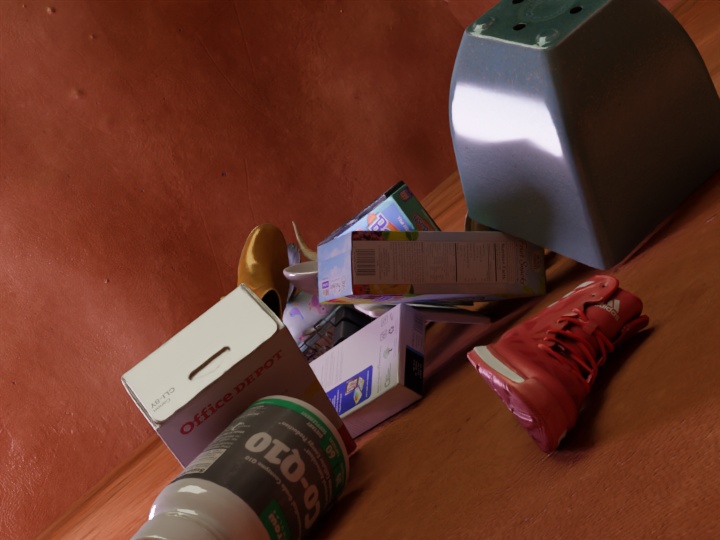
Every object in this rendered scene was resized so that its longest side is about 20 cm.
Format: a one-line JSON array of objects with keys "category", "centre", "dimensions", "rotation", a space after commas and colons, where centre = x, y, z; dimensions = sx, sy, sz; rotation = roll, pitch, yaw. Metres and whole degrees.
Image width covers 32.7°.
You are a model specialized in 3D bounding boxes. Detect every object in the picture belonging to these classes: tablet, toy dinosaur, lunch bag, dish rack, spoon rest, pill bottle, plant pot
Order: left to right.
[{"category": "pill bottle", "centre": [-0.098, 0.195, 0.982], "dimensions": [0.113, 0.114, 0.200], "rotation": [-35, 5, 36]}, {"category": "dish rack", "centre": [-0.064, 0.142, 1.428], "dimensions": [0.200, 0.054, 0.154], "rotation": [-43, 22, 28]}, {"category": "toy dinosaur", "centre": [-0.042, -0.012, 1.721], "dimensions": [0.198, 0.061, 0.107], "rotation": [3, 45, 42]}, {"category": "lunch bag", "centre": [-0.021, 0.059, 1.645], "dimensions": [0.160, 0.078, 0.199], "rotation": [-41, -19, 28]}, {"category": "spoon rest", "centre": [0.000, 0.000, 1.493], "dimensions": [0.197, 0.062, 0.099], "rotation": [5, 11, 22]}, {"category": "tablet", "centre": [0.063, 0.044, 1.350], "dimensions": [0.128, 0.014, 0.200], "rotation": [4, 0, -5]}, {"category": "plant pot", "centre": [0.196, -0.158, 1.124], "dimensions": [0.196, 0.201, 0.195], "rotation": [-40, 37, -20]}]

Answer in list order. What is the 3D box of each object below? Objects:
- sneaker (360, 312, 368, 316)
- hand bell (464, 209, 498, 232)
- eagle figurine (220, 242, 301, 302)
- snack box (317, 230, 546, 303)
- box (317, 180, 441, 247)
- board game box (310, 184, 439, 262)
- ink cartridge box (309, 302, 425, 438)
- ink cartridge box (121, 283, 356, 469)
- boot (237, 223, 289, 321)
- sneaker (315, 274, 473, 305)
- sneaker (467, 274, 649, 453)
[{"category": "sneaker", "centre": [0.037, 0.060, 1.548], "dimensions": [0.200, 0.074, 0.087], "rotation": [-47, 14, -30]}, {"category": "hand bell", "centre": [0.220, -0.067, 1.400], "dimensions": [0.199, 0.105, 0.104], "rotation": [-26, -5, -40]}, {"category": "eagle figurine", "centre": [-0.135, 0.074, 1.757], "dimensions": [0.199, 0.152, 0.151], "rotation": [-36, 8, -31]}, {"category": "snack box", "centre": [0.068, -0.001, 1.246], "dimensions": [0.197, 0.069, 0.169], "rotation": [-1, -4, -13]}, {"category": "box", "centre": [0.043, -0.022, 1.812], "dimensions": [0.051, 0.158, 0.200], "rotation": [-39, 3, -38]}, {"category": "board game box", "centre": [0.037, -0.008, 1.743], "dimensions": [0.199, 0.153, 0.045], "rotation": [-36, 2, 42]}, {"category": "ink cartridge box", "centre": [-0.011, 0.121, 1.258], "dimensions": [0.199, 0.039, 0.100], "rotation": [-33, 39, 39]}, {"category": "ink cartridge box", "centre": [-0.108, 0.133, 1.132], "dimensions": [0.145, 0.201, 0.083], "rotation": [-38, 46, -12]}, {"category": "boot", "centre": [-0.115, 0.029, 1.519], "dimensions": [0.144, 0.070, 0.204], "rotation": [140, 138, -74]}, {"category": "sneaker", "centre": [0.042, -0.003, 1.402], "dimensions": [0.197, 0.080, 0.066], "rotation": [2, 2, 25]}, {"category": "sneaker", "centre": [0.135, 0.045, 0.802], "dimensions": [0.115, 0.079, 0.200], "rotation": [-40, 5, 3]}]
